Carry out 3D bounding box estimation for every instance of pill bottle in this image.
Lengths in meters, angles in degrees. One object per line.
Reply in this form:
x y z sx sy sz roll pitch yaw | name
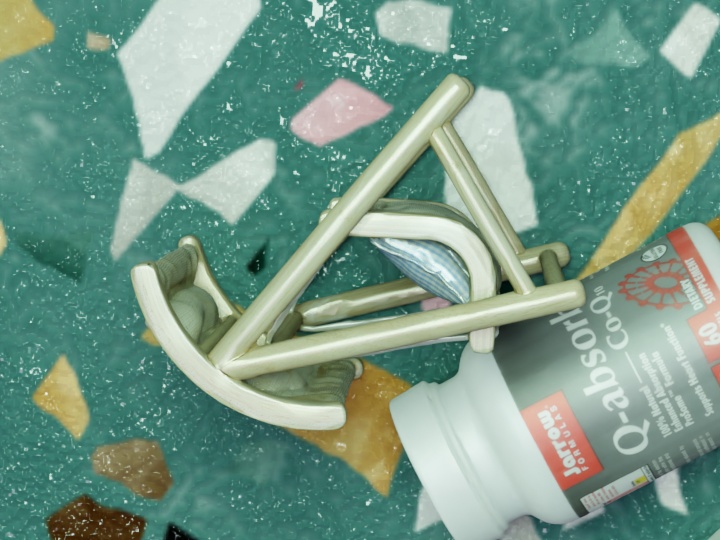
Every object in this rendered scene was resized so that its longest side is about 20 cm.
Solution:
0.125 0.068 1.256 0.199 0.116 0.116 -28 93 5 | pill bottle

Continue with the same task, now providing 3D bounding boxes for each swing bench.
0.000 0.000 1.215 0.199 0.199 0.130 -30 93 6 | swing bench

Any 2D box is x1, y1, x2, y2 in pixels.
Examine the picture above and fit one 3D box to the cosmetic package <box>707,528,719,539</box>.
0.307 0.165 1.232 0.200 0.165 0.165 -42 92 5 | cosmetic package
